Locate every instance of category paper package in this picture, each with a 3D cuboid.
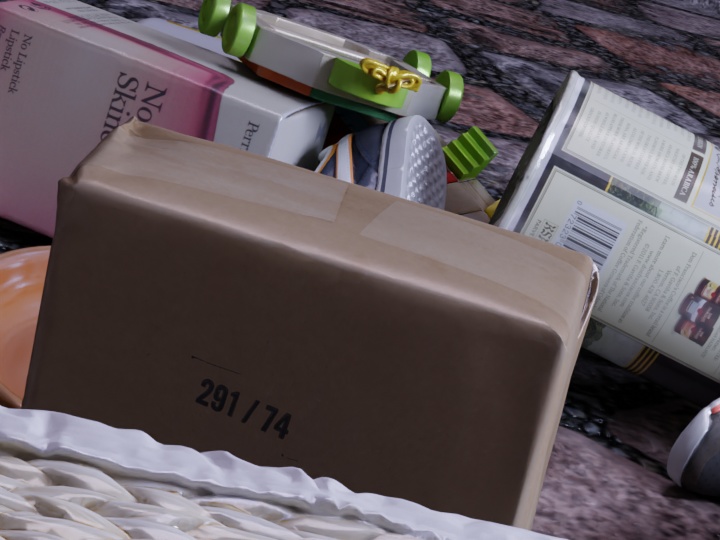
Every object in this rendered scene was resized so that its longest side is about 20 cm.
[{"bbox_3d":[-0.027,0.063,0.763,0.199,0.191,0.103,16,19,8],"label":"paper package"}]

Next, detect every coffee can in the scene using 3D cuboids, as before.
[{"bbox_3d":[0.181,-0.010,1.162,0.200,0.147,0.146,27,17,1],"label":"coffee can"}]

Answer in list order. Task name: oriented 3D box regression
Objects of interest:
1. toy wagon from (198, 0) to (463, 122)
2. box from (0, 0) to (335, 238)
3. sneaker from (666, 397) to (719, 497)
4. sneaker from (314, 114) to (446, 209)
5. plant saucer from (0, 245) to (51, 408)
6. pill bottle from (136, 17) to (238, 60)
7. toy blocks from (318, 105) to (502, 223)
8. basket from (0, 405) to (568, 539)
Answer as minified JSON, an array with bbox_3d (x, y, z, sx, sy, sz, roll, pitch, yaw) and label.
[{"bbox_3d":[-0.014,-0.127,1.218,0.155,0.040,0.200,15,12,-20],"label":"toy wagon"},{"bbox_3d":[-0.136,-0.077,1.212,0.199,0.128,0.109,21,15,13],"label":"box"},{"bbox_3d":[0.269,0.108,1.082,0.199,0.077,0.082,-2,41,-19],"label":"sneaker"},{"bbox_3d":[0.000,0.000,1.142,0.079,0.079,0.200,-13,45,25],"label":"sneaker"},{"bbox_3d":[-0.105,0.055,0.949,0.199,0.038,0.200,18,24,-8],"label":"plant saucer"},{"bbox_3d":[-0.122,-0.124,1.444,0.199,0.105,0.104,19,17,13],"label":"pill bottle"},{"bbox_3d":[0.028,-0.037,1.268,0.200,0.100,0.137,51,28,16],"label":"toy blocks"},{"bbox_3d":[-0.062,0.154,0.427,0.199,0.199,0.161,14,19,-3],"label":"basket"}]
